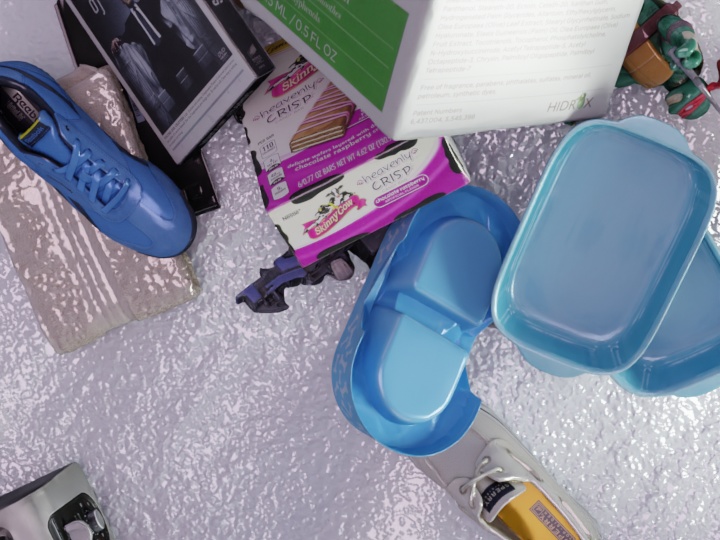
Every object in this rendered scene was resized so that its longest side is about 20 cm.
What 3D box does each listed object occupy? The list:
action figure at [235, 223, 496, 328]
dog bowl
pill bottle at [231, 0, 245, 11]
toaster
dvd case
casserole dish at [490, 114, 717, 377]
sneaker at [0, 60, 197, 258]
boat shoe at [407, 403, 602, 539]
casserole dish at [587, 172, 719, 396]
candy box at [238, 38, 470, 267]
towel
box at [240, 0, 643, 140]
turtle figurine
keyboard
[{"bbox_3d":[0.000,0.000,1.502,0.200,0.105,0.194,-30,86,-14],"label":"action figure"},{"bbox_3d":[0.047,0.035,1.436,0.111,0.050,0.201,30,75,-26],"label":"dog bowl"},{"bbox_3d":[-0.044,-0.286,1.472,0.200,0.116,0.116,-30,91,8],"label":"pill bottle"},{"bbox_3d":[-0.273,0.268,1.540,0.199,0.119,0.181,-25,91,7],"label":"toaster"},{"bbox_3d":[-0.154,-0.193,1.467,0.025,0.150,0.200,-33,86,-35],"label":"dvd case"},{"bbox_3d":[0.169,-0.020,1.408,0.121,0.039,0.201,21,111,-4],"label":"casserole dish"},{"bbox_3d":[-0.209,-0.078,1.481,0.200,0.078,0.066,42,101,3],"label":"sneaker"},{"bbox_3d":[0.103,0.163,1.518,0.200,0.070,0.071,44,97,0],"label":"boat shoe"},{"bbox_3d":[0.211,0.005,1.474,0.121,0.039,0.200,-25,114,21],"label":"casserole dish"},{"bbox_3d":[-0.012,-0.108,1.445,0.136,0.200,0.061,-27,127,6],"label":"candy box"},{"bbox_3d":[-0.215,-0.049,1.541,0.132,0.034,0.201,-22,92,16],"label":"towel"},{"bbox_3d":[0.062,-0.214,1.355,0.199,0.199,0.172,45,130,39],"label":"box"},{"bbox_3d":[0.196,-0.163,1.472,0.200,0.101,0.150,50,138,1],"label":"turtle figurine"},{"bbox_3d":[-0.150,-0.140,1.543,0.127,0.021,0.201,-18,94,13],"label":"keyboard"}]
